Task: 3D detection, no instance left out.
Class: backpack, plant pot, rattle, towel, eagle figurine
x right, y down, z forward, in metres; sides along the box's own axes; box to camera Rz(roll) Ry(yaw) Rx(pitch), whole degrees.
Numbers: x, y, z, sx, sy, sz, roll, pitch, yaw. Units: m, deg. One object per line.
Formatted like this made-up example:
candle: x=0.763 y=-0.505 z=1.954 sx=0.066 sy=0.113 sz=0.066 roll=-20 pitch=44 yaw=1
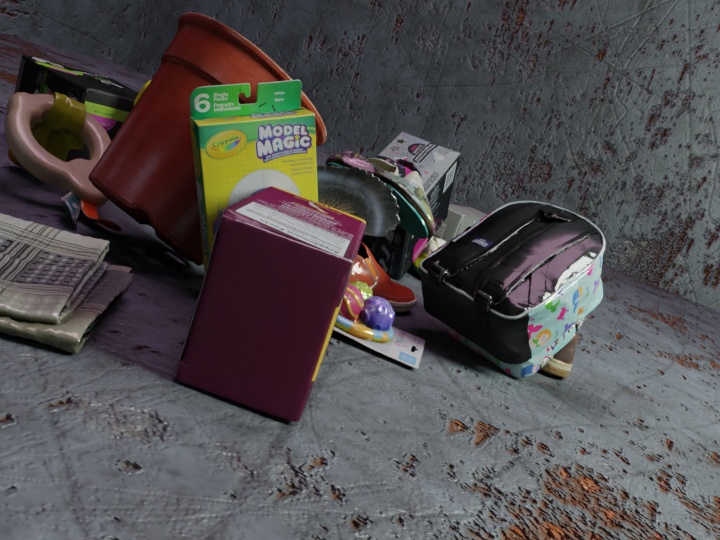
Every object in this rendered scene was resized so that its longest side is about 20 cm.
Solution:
backpack: x=0.190 y=0.013 z=0.883 sx=0.199 sy=0.152 sz=0.177 roll=-38 pitch=44 yaw=-22
plant pot: x=-0.170 y=-0.126 z=0.795 sx=0.199 sy=0.197 sz=0.201 roll=34 pitch=-10 yaw=7
rattle: x=-0.358 y=-0.096 z=0.869 sx=0.202 sy=0.142 sz=0.130 roll=61 pitch=18 yaw=12
towel: x=-0.284 y=-0.008 z=0.582 sx=0.197 sy=0.035 sz=0.193 roll=19 pitch=12 yaw=-11
eagle figurine: x=-0.068 y=-0.066 z=0.989 sx=0.197 sy=0.154 sz=0.151 roll=-4 pitch=14 yaw=-37

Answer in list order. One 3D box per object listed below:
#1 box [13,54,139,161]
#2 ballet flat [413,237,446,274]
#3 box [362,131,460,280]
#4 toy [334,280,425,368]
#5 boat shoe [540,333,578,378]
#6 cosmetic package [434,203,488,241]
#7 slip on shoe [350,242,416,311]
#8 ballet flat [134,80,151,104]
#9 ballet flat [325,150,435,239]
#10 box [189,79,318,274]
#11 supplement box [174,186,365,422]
box: x=-0.393 y=-0.214 z=1.079 sx=0.199 sy=0.126 sz=0.147 roll=30 pitch=17 yaw=36
ballet flat: x=0.113 y=-0.028 z=1.241 sx=0.066 sy=0.068 sz=0.200 roll=15 pitch=14 yaw=-25
box: x=0.062 y=-0.108 z=1.170 sx=0.113 sy=0.134 sz=0.200 roll=22 pitch=42 yaw=17
toy: x=-0.018 y=0.034 z=0.806 sx=0.197 sy=0.048 sz=0.115 roll=21 pitch=13 yaw=5
boat shoe: x=0.231 y=0.070 z=0.995 sx=0.071 sy=0.073 sz=0.200 roll=17 pitch=13 yaw=-15
cosmetic package: x=0.193 y=-0.069 z=1.463 sx=0.089 sy=0.109 sz=0.199 roll=27 pitch=16 yaw=32
slip on shoe: x=0.000 y=0.000 z=0.918 sx=0.198 sy=0.062 sz=0.074 roll=27 pitch=4 yaw=-34
ballet flat: x=-0.257 y=-0.151 z=0.990 sx=0.066 sy=0.204 sz=0.066 roll=-19 pitch=-6 yaw=31
ballet flat: x=0.039 y=-0.118 z=1.035 sx=0.199 sy=0.070 sz=0.071 roll=33 pitch=57 yaw=27
box: x=-0.099 y=-0.076 z=0.718 sx=0.115 sy=0.204 sz=0.048 roll=-10 pitch=22 yaw=-20
supplement box: x=-0.064 y=0.014 z=0.616 sx=0.102 sy=0.133 sz=0.200 roll=20 pitch=13 yaw=-1
